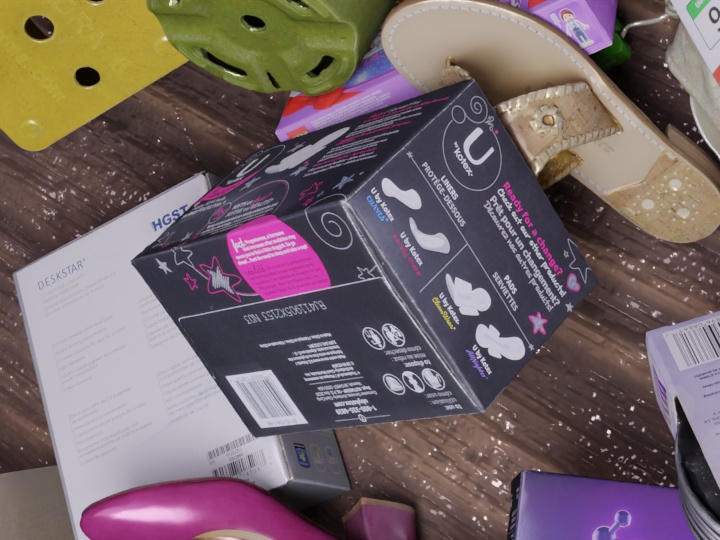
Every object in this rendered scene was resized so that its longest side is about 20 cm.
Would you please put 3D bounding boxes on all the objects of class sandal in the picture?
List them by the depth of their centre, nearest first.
[{"bbox_3d":[0.102,-0.064,0.912,0.078,0.211,0.070,-47,19,40],"label":"sandal"}]

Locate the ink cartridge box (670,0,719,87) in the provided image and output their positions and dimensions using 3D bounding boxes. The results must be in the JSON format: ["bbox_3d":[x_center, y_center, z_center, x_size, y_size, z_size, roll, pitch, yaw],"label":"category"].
[{"bbox_3d":[0.227,-0.124,0.902,0.050,0.109,0.201,-53,55,48],"label":"ink cartridge box"}]

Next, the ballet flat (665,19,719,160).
[{"bbox_3d":[0.225,-0.057,0.930,0.062,0.067,0.201,-52,55,48],"label":"ballet flat"}]

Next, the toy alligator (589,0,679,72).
[{"bbox_3d":[0.107,-0.123,1.001,0.200,0.059,0.054,-34,66,19],"label":"toy alligator"}]

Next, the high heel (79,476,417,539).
[{"bbox_3d":[-0.054,0.169,0.962,0.068,0.199,0.097,116,154,-54],"label":"high heel"}]

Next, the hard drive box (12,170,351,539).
[{"bbox_3d":[-0.112,0.066,1.075,0.155,0.077,0.201,-25,69,22],"label":"hard drive box"}]

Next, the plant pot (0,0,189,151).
[{"bbox_3d":[-0.184,-0.194,1.061,0.199,0.200,0.177,-27,37,22],"label":"plant pot"}]

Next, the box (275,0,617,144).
[{"bbox_3d":[0.053,-0.141,0.997,0.199,0.039,0.137,-22,33,30],"label":"box"}]

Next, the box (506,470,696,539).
[{"bbox_3d":[0.166,0.178,0.848,0.199,0.079,0.142,6,81,3],"label":"box"}]

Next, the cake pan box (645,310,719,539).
[{"bbox_3d":[0.240,0.073,0.792,0.199,0.052,0.184,-16,34,0],"label":"cake pan box"}]

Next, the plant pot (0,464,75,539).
[{"bbox_3d":[-0.264,0.249,1.066,0.200,0.200,0.178,-32,77,20],"label":"plant pot"}]

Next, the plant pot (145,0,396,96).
[{"bbox_3d":[-0.032,-0.206,0.985,0.199,0.200,0.191,4,61,30],"label":"plant pot"}]

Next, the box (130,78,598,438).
[{"bbox_3d":[0.000,0.000,0.923,0.200,0.115,0.132,-12,116,52],"label":"box"}]
